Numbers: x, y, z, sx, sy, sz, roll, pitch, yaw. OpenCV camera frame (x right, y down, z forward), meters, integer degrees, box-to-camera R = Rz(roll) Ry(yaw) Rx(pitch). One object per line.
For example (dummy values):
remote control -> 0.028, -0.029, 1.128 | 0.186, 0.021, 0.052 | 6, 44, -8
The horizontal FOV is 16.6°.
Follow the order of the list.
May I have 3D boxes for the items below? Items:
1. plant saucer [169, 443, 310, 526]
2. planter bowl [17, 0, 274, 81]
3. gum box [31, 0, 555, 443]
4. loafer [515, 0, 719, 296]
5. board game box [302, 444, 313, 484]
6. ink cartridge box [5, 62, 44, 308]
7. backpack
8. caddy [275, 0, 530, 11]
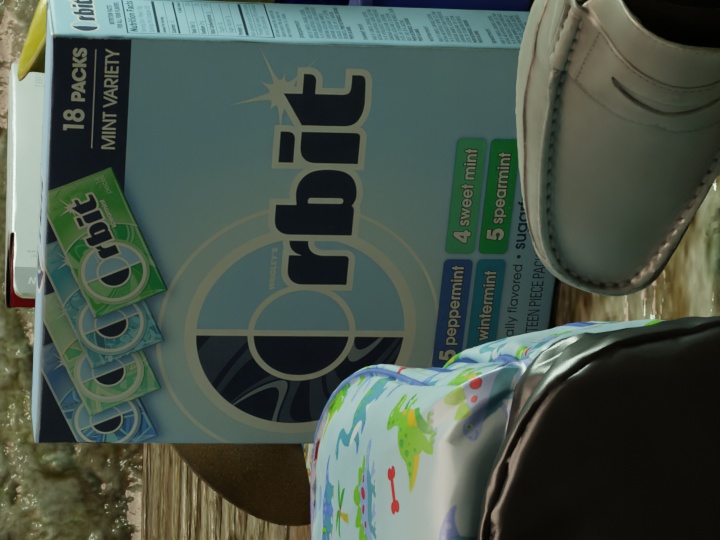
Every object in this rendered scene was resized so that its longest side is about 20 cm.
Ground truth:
plant saucer -> -0.056, 0.040, 1.339 | 0.035, 0.200, 0.201 | -31, 45, 27
planter bowl -> -0.066, -0.154, 1.025 | 0.201, 0.083, 0.201 | -60, 13, 25
gum box -> -0.023, -0.016, 0.948 | 0.045, 0.199, 0.170 | -107, 21, -62
loafer -> 0.085, -0.073, 0.700 | 0.070, 0.070, 0.201 | -88, 5, -57
board game box -> 0.000, 0.000, 1.226 | 0.200, 0.064, 0.148 | -105, 18, -59
ink cartridge box -> -0.116, -0.032, 1.504 | 0.084, 0.199, 0.176 | 103, 166, -54
backpack -> 0.055, 0.085, 0.712 | 0.200, 0.153, 0.164 | -63, -31, -82
caddy -> 0.006, -0.107, 1.065 | 0.200, 0.105, 0.142 | -121, 33, -73
